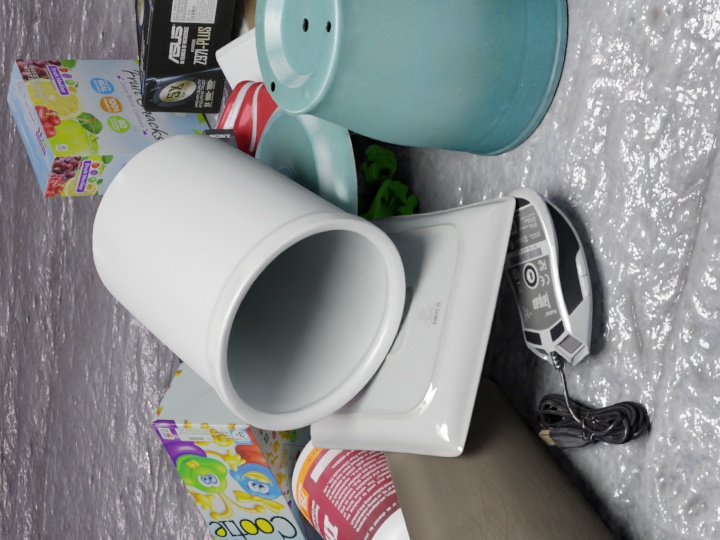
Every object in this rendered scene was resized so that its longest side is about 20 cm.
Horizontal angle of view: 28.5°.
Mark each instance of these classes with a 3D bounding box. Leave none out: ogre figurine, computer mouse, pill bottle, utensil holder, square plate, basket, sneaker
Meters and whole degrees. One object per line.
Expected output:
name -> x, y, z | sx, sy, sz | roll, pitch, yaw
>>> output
ogre figurine -> 0.000, 0.000, 1.266 | 0.120, 0.098, 0.201 | -29, 78, 45
computer mouse -> 0.154, 0.033, 1.066 | 0.110, 0.044, 0.202 | -20, 82, 63
pill bottle -> 0.031, 0.219, 1.218 | 0.200, 0.112, 0.114 | 40, 126, 51
utensil holder -> -0.092, 0.000, 1.092 | 0.200, 0.169, 0.171 | 34, 122, 42
square plate -> 0.031, 0.042, 1.110 | 0.198, 0.028, 0.201 | -7, 66, 56
basket -> 0.099, 0.185, 1.070 | 0.136, 0.179, 0.200 | -55, 36, 21
sneaker -> -0.077, -0.089, 1.361 | 0.112, 0.071, 0.201 | 16, 122, 38

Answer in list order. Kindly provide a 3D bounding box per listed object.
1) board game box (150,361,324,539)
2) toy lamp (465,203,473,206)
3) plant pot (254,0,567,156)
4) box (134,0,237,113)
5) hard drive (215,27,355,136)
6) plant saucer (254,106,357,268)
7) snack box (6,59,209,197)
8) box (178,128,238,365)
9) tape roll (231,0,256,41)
board game box -> -0.097, 0.174, 1.321 | 0.102, 0.105, 0.201 | -2, 130, 24
toy lamp -> 0.089, 0.048, 1.158 | 0.058, 0.058, 0.202 | 34, 121, 53
plant pot -> 0.027, -0.190, 1.110 | 0.200, 0.187, 0.202 | 9, 100, 58
box -> -0.184, -0.291, 1.482 | 0.201, 0.085, 0.165 | 107, 159, -50
hard drive -> -0.053, -0.181, 1.343 | 0.200, 0.026, 0.133 | -17, 103, 54
plant saucer -> -0.055, -0.058, 1.219 | 0.200, 0.027, 0.202 | -175, 84, -64
snack box -> -0.281, -0.165, 1.611 | 0.169, 0.199, 0.068 | 60, 140, 34
box -> -0.143, -0.014, 1.326 | 0.200, 0.036, 0.144 | -57, 44, 46
tape roll -> -0.078, -0.277, 1.422 | 0.202, 0.037, 0.205 | 10, 101, 59
